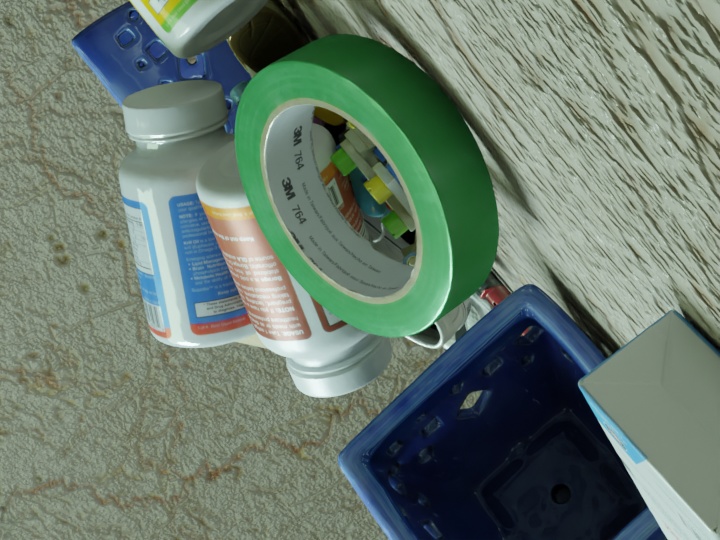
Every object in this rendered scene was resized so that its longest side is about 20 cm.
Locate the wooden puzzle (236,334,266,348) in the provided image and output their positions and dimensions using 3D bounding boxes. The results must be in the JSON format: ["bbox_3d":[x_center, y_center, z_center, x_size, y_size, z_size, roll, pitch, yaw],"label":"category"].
[{"bbox_3d":[-0.086,-0.026,1.412,0.185,0.046,0.200,9,116,48],"label":"wooden puzzle"}]

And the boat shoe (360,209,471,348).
[{"bbox_3d":[0.000,0.000,1.413,0.200,0.072,0.066,37,-143,2],"label":"boat shoe"}]

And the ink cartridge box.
[{"bbox_3d":[0.199,0.122,0.869,0.116,0.067,0.200,50,177,40],"label":"ink cartridge box"}]

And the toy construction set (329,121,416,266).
[{"bbox_3d":[0.039,-0.054,1.208,0.131,0.092,0.200,50,167,27],"label":"toy construction set"}]

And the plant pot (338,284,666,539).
[{"bbox_3d":[0.135,0.162,1.208,0.200,0.200,0.180,50,-175,26],"label":"plant pot"}]

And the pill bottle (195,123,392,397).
[{"bbox_3d":[-0.044,-0.005,1.269,0.112,0.112,0.200,48,161,60],"label":"pill bottle"}]

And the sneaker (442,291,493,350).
[{"bbox_3d":[0.066,0.002,1.580,0.200,0.088,0.076,52,-179,38],"label":"sneaker"}]

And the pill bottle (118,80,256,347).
[{"bbox_3d":[-0.135,-0.048,1.328,0.112,0.112,0.200,-132,32,-66],"label":"pill bottle"}]

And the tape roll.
[{"bbox_3d":[0.001,-0.054,1.075,0.200,0.048,0.201,32,139,32],"label":"tape roll"}]

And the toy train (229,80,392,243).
[{"bbox_3d":[-0.022,-0.108,1.372,0.200,0.056,0.150,51,143,15],"label":"toy train"}]

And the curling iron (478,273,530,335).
[{"bbox_3d":[0.118,0.030,1.500,0.200,0.050,0.026,56,-160,14],"label":"curling iron"}]

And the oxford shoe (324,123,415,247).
[{"bbox_3d":[0.037,-0.069,1.452,0.200,0.073,0.084,45,-153,2],"label":"oxford shoe"}]

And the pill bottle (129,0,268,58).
[{"bbox_3d":[-0.164,-0.279,1.300,0.200,0.111,0.111,51,178,4],"label":"pill bottle"}]

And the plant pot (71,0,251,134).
[{"bbox_3d":[-0.179,-0.222,1.766,0.200,0.180,0.200,51,178,-7],"label":"plant pot"}]

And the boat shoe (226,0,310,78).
[{"bbox_3d":[-0.076,-0.202,1.473,0.066,0.074,0.200,65,-177,26],"label":"boat shoe"}]
